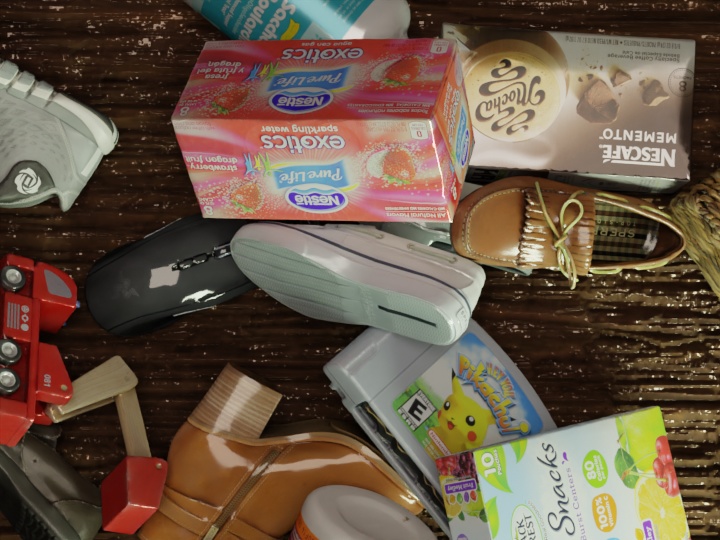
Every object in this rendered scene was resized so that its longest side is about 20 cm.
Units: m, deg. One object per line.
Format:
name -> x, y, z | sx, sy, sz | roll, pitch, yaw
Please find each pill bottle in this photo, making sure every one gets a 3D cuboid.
pill bottle -> -0.025, 0.269, 1.403 | 0.109, 0.110, 0.201 | 24, 106, 1
pill bottle -> -0.038, -0.200, 1.471 | 0.200, 0.111, 0.111 | 38, 85, 3

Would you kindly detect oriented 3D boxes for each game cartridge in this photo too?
game cartridge -> 0.075, 0.115, 1.450 | 0.200, 0.040, 0.133 | 51, 50, -2

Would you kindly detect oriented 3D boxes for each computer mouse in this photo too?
computer mouse -> -0.128, -0.036, 1.484 | 0.199, 0.046, 0.141 | -16, 86, -3

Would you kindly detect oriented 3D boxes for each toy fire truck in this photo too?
toy fire truck -> -0.218, 0.090, 1.440 | 0.140, 0.049, 0.201 | 16, 52, -26

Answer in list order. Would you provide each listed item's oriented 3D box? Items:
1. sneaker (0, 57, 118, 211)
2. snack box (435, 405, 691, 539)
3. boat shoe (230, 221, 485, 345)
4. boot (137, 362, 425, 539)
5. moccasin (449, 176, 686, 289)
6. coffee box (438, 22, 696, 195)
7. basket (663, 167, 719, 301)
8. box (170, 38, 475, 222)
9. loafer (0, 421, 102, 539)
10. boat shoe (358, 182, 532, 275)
sneaker -> -0.298, -0.110, 1.474 | 0.199, 0.075, 0.116 | 28, 87, 0
snack box -> 0.158, 0.189, 1.418 | 0.199, 0.053, 0.143 | -8, 82, -38
boat shoe -> 0.000, 0.000, 1.436 | 0.199, 0.074, 0.067 | 21, 51, 20
boot -> -0.059, 0.182, 1.455 | 0.199, 0.077, 0.156 | 28, 93, -12
moccasin -> 0.158, -0.027, 1.438 | 0.200, 0.078, 0.074 | 9, 97, -31
coffee box -> 0.157, -0.124, 1.485 | 0.199, 0.080, 0.114 | 4, 83, -1
basket -> 0.350, -0.012, 1.449 | 0.149, 0.143, 0.201 | -32, 86, -4
box -> -0.025, -0.102, 1.397 | 0.199, 0.103, 0.095 | 2, 45, 17
loafer -> -0.267, 0.136, 1.460 | 0.071, 0.073, 0.200 | -38, 85, -35
boat shoe -> 0.046, -0.035, 1.476 | 0.199, 0.070, 0.072 | 10, 83, -6
